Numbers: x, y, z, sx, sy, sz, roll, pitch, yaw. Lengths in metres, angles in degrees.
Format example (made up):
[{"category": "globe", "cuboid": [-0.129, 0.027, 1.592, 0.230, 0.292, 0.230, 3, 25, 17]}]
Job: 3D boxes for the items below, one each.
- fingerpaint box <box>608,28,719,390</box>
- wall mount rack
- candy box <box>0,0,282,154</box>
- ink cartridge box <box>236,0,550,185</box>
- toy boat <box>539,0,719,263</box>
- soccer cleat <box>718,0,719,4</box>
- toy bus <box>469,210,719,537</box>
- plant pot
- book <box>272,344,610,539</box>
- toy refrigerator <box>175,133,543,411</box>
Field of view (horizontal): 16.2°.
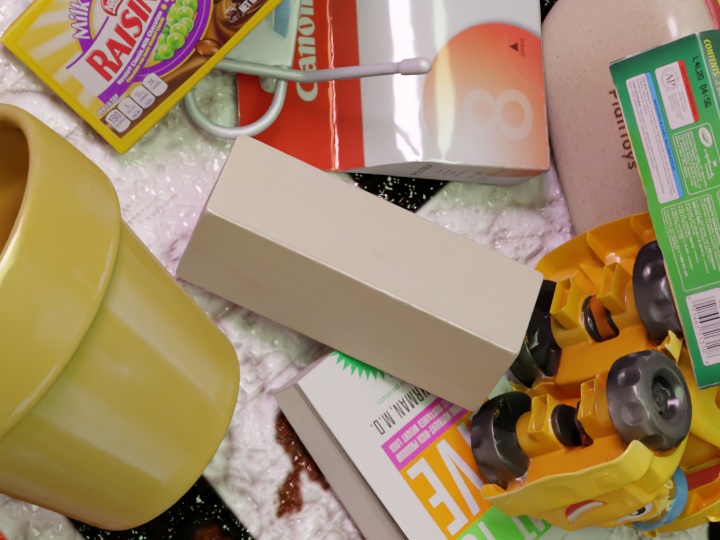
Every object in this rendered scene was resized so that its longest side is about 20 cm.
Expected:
[{"category": "fingerpaint box", "cuboid": [0.249, -0.045, 1.510, 0.167, 0.073, 0.201, -11, 85, -47]}, {"category": "wall mount rack", "cuboid": [-0.038, -0.178, 1.522, 0.173, 0.075, 0.201, 8, 76, -1]}, {"category": "candy box", "cuboid": [-0.109, -0.164, 1.452, 0.102, 0.200, 0.026, 44, 27, -9]}, {"category": "ink cartridge box", "cuboid": [0.021, -0.142, 1.580, 0.199, 0.050, 0.163, 4, 76, -28]}, {"category": "toy boat", "cuboid": [0.199, -0.101, 1.636, 0.131, 0.130, 0.201, -5, 80, -58]}, {"category": "soccer cleat", "cuboid": [0.164, -0.220, 1.674, 0.084, 0.065, 0.200, -44, 105, 3]}, {"category": "toy bus", "cuboid": [0.179, 0.095, 1.548, 0.192, 0.135, 0.200, 45, 45, -29]}, {"category": "plant pot", "cuboid": [-0.174, 0.041, 1.371, 0.189, 0.200, 0.201, 36, 64, -32]}, {"category": "book", "cuboid": [0.052, 0.119, 1.543, 0.134, 0.048, 0.200, -38, 96, -34]}, {"category": "toy refrigerator", "cuboid": [0.000, 0.000, 1.492, 0.199, 0.076, 0.070, 24, 54, -4]}]
